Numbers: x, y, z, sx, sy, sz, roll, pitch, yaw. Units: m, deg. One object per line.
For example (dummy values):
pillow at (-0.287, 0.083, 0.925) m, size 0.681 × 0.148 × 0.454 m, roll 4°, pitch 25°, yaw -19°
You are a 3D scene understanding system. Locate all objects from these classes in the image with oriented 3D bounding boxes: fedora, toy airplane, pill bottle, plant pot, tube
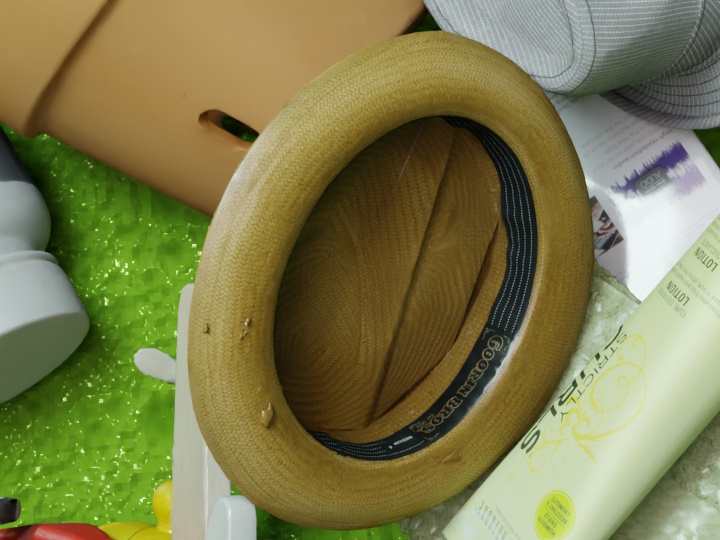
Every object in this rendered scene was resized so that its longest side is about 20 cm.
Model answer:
fedora at (0.000, 0.000, 1.000) m, size 0.082 × 0.200 × 0.201 m, roll 25°, pitch 86°, yaw 53°
toy airplane at (-0.068, 0.136, 1.059) m, size 0.200 × 0.141 × 0.199 m, roll -54°, pitch 53°, yaw 30°
pill bottle at (-0.210, -0.037, 1.134) m, size 0.113 × 0.113 × 0.200 m, roll -33°, pitch 75°, yaw 5°
fedora at (0.079, -0.137, 1.016) m, size 0.090 × 0.177 × 0.200 m, roll -25°, pitch 80°, yaw -32°
plant pot at (-0.059, -0.113, 1.083) m, size 0.140 × 0.200 × 0.200 m, roll 39°, pitch 91°, yaw 0°
tube at (0.111, 0.050, 0.986) m, size 0.052 × 0.058 × 0.200 m, roll 41°, pitch 99°, yaw 6°

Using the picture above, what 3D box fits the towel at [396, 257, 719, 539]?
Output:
towel at (0.102, 0.089, 1.029) m, size 0.200 × 0.036 × 0.149 m, roll 36°, pitch 92°, yaw 30°

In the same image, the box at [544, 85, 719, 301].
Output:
box at (0.109, 0.015, 1.095) m, size 0.144 × 0.036 × 0.200 m, roll -33°, pitch 74°, yaw 6°
